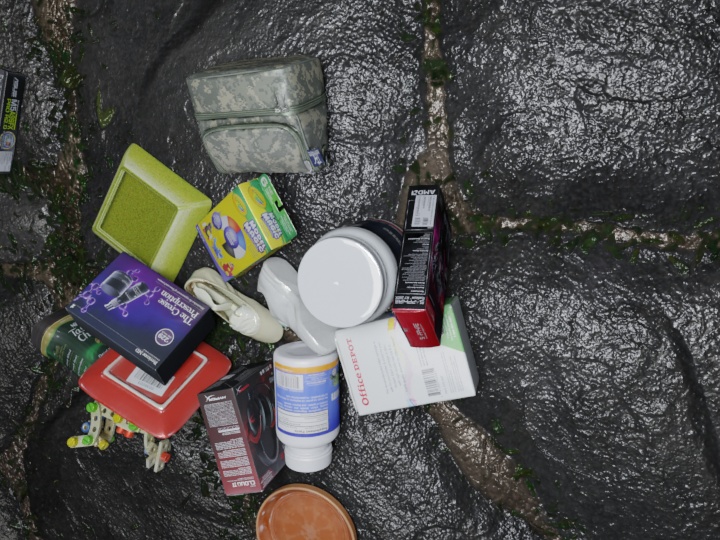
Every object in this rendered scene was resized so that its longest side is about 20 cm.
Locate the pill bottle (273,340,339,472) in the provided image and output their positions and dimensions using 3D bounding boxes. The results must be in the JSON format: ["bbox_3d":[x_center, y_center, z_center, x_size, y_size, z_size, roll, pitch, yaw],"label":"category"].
[{"bbox_3d":[-0.090,0.231,0.965,0.111,0.112,0.202,2,101,17],"label":"pill bottle"}]

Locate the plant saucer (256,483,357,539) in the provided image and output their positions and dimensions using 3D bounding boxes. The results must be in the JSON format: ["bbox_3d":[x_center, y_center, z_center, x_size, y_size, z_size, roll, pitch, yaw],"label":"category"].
[{"bbox_3d":[-0.100,0.492,1.058,0.198,0.032,0.202,3,102,17],"label":"plant saucer"}]

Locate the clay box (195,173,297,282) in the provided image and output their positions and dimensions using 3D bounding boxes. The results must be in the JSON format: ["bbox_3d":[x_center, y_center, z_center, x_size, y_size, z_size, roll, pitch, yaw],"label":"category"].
[{"bbox_3d":[-0.192,-0.067,0.935,0.199,0.047,0.116,-28,90,48],"label":"clay box"}]

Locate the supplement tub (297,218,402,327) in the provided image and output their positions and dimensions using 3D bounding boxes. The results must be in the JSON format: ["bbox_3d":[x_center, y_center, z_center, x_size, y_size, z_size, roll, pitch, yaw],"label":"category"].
[{"bbox_3d":[0.000,0.000,0.847,0.139,0.200,0.142,3,101,17],"label":"supplement tub"}]

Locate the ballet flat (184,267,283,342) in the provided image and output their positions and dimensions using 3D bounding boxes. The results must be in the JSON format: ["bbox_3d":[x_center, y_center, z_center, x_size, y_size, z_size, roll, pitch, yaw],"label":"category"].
[{"bbox_3d":[-0.229,0.069,1.004,0.199,0.069,0.070,34,108,9],"label":"ballet flat"}]

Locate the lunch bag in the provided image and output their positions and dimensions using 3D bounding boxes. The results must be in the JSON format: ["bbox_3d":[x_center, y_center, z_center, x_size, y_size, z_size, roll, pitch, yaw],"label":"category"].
[{"bbox_3d":[-0.149,-0.235,0.885,0.198,0.140,0.169,2,119,19],"label":"lunch bag"}]

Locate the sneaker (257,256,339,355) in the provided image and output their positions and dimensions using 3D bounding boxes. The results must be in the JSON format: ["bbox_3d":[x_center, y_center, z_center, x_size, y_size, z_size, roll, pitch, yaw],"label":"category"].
[{"bbox_3d":[-0.111,0.075,0.962,0.200,0.075,0.089,52,128,24],"label":"sneaker"}]

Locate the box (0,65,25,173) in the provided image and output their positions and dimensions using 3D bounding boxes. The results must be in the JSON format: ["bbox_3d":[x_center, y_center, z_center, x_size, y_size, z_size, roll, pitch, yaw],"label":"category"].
[{"bbox_3d":[-0.750,-0.312,1.113,0.159,0.044,0.202,22,105,13],"label":"box"}]

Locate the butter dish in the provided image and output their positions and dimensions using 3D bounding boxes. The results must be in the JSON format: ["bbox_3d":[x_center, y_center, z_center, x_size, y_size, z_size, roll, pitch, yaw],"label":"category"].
[{"bbox_3d":[-0.369,0.216,1.035,0.199,0.200,0.149,28,133,10],"label":"butter dish"}]

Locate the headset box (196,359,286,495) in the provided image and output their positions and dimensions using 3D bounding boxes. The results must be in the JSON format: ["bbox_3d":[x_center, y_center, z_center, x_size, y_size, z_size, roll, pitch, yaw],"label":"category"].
[{"bbox_3d":[-0.189,0.278,0.985,0.074,0.149,0.202,-13,95,19],"label":"headset box"}]

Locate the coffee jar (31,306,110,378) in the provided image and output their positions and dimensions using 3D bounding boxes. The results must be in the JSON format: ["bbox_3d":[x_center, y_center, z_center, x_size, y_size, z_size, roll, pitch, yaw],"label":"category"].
[{"bbox_3d":[-0.528,0.152,1.093,0.199,0.104,0.086,30,119,10],"label":"coffee jar"}]

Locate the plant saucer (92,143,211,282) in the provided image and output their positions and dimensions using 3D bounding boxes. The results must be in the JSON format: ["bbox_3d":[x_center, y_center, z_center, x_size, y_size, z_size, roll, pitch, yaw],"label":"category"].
[{"bbox_3d":[-0.399,-0.096,1.038,0.199,0.048,0.201,35,108,9],"label":"plant saucer"}]

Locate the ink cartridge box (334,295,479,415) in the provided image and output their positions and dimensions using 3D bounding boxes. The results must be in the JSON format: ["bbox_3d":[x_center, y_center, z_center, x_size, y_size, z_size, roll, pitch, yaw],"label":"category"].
[{"bbox_3d":[0.075,0.137,0.909,0.198,0.087,0.147,-15,94,18],"label":"ink cartridge box"}]

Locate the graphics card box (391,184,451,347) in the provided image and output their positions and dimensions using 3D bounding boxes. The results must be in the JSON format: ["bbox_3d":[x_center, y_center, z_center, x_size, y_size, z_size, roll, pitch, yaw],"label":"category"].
[{"bbox_3d":[0.092,-0.006,0.809,0.050,0.126,0.202,-1,61,18],"label":"graphics card box"}]

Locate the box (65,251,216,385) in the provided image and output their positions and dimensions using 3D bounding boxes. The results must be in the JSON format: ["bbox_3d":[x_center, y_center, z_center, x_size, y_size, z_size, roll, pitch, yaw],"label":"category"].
[{"bbox_3d":[-0.377,0.081,0.982,0.199,0.079,0.142,30,63,11],"label":"box"}]

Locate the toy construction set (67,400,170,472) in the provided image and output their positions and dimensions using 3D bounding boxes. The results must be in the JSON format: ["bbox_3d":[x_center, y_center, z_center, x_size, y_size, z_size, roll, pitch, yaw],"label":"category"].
[{"bbox_3d":[-0.461,0.314,1.108,0.198,0.092,0.132,19,80,6],"label":"toy construction set"}]
